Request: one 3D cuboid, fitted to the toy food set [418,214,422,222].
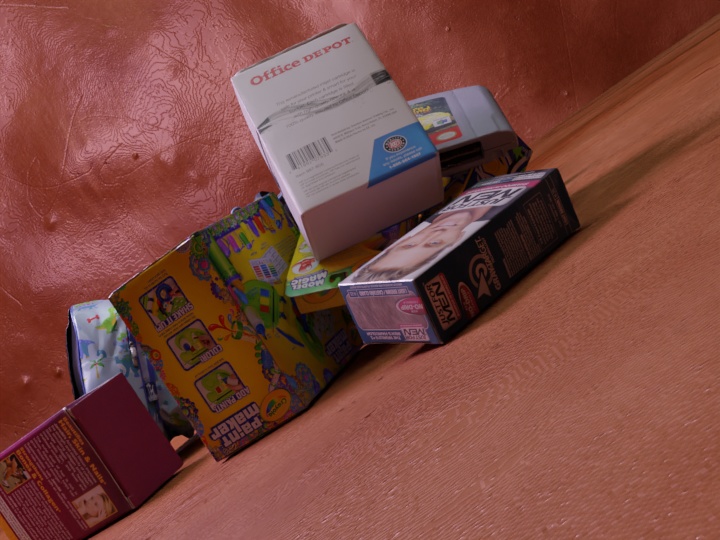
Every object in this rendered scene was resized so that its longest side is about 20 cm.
[{"bbox_3d":[0.000,0.000,1.296,0.199,0.144,0.060,-35,32,-7],"label":"toy food set"}]

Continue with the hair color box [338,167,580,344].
[{"bbox_3d":[0.087,-0.014,0.968,0.199,0.061,0.099,-37,19,-35],"label":"hair color box"}]

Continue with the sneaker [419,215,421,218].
[{"bbox_3d":[0.095,-0.100,1.475,0.198,0.078,0.078,-24,-13,3],"label":"sneaker"}]

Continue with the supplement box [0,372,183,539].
[{"bbox_3d":[-0.318,0.223,1.268,0.199,0.132,0.103,-32,3,32],"label":"supplement box"}]

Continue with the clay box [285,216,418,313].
[{"bbox_3d":[-0.005,-0.024,1.150,0.114,0.048,0.201,-12,31,16],"label":"clay box"}]

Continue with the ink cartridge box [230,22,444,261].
[{"bbox_3d":[-0.024,-0.131,1.127,0.143,0.201,0.085,-24,-34,-6],"label":"ink cartridge box"}]

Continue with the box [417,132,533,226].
[{"bbox_3d":[0.118,-0.073,1.217,0.070,0.064,0.201,-31,23,45],"label":"box"}]

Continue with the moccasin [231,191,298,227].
[{"bbox_3d":[-0.096,-0.066,1.326,0.199,0.068,0.080,-37,0,14],"label":"moccasin"}]

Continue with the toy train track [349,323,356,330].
[{"bbox_3d":[0.063,0.029,1.091,0.115,0.033,0.199,-40,13,-35],"label":"toy train track"}]

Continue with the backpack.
[{"bbox_3d":[-0.285,0.134,1.430,0.145,0.202,0.183,-14,-19,-9],"label":"backpack"}]

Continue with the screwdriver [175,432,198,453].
[{"bbox_3d":[-0.203,0.202,1.393,0.199,0.028,0.029,-37,-25,-19],"label":"screwdriver"}]

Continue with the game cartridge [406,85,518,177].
[{"bbox_3d":[0.058,-0.138,1.214,0.198,0.041,0.134,-18,29,1],"label":"game cartridge"}]

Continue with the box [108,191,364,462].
[{"bbox_3d":[-0.114,0.050,1.150,0.121,0.194,0.200,-33,2,23],"label":"box"}]
